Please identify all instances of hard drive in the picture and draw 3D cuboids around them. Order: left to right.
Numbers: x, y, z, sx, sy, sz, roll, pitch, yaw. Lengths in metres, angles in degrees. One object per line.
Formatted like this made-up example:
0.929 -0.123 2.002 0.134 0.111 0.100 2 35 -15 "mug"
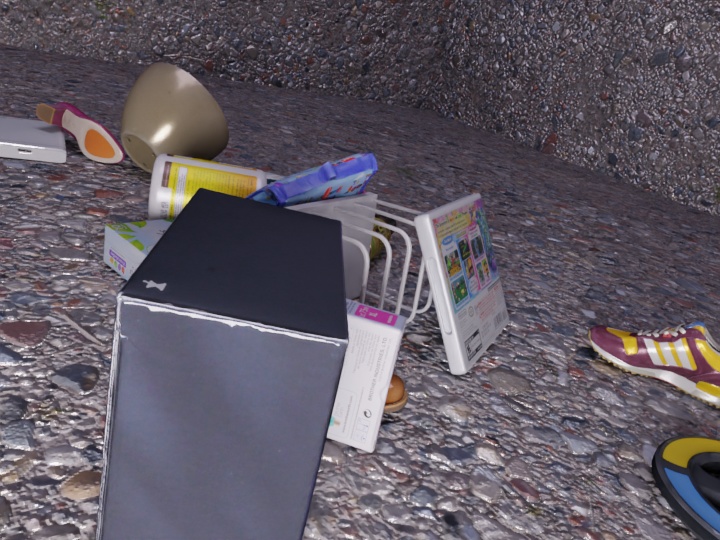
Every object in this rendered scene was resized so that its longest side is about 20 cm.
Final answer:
-0.615 -0.244 1.140 0.130 0.027 0.200 2 23 -28 "hard drive"

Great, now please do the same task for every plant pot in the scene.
-0.362 -0.256 1.148 0.197 0.202 0.135 21 57 19 "plant pot"

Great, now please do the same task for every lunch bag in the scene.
-0.075 -0.092 0.796 0.149 0.095 0.200 -24 -6 -31 "lunch bag"

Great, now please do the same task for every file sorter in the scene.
0.000 0.000 0.728 0.123 0.142 0.199 19 21 28 "file sorter"

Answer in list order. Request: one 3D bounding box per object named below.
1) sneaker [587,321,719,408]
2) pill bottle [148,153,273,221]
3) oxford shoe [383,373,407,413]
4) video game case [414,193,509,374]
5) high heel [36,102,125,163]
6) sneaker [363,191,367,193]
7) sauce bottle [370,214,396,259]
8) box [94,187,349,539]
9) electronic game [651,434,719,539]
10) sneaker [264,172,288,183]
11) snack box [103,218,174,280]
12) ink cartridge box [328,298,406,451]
0.405 0.098 0.815 0.197 0.092 0.075 22 22 20 "sneaker"
-0.206 -0.102 0.917 0.196 0.111 0.110 8 21 -15 "pill bottle"
-0.043 0.082 0.608 0.197 0.073 0.071 19 20 10 "oxford shoe"
0.133 0.007 0.773 0.023 0.186 0.199 -11 7 30 "video game case"
-0.514 -0.262 1.188 0.197 0.068 0.096 25 14 10 "high heel"
-0.045 -0.087 1.028 0.079 0.076 0.200 19 22 16 "sneaker"
0.013 -0.056 0.998 0.064 0.066 0.200 18 23 14 "sauce bottle"
-0.083 0.076 0.413 0.121 0.202 0.201 10 21 -7 "box"
0.365 0.216 0.558 0.196 0.042 0.201 12 20 -5 "electronic game"
-0.130 -0.137 1.104 0.196 0.078 0.081 12 18 -9 "sneaker"
-0.199 -0.004 0.750 0.198 0.054 0.141 29 27 34 "snack box"
-0.067 0.071 0.545 0.196 0.122 0.042 15 20 5 "ink cartridge box"
